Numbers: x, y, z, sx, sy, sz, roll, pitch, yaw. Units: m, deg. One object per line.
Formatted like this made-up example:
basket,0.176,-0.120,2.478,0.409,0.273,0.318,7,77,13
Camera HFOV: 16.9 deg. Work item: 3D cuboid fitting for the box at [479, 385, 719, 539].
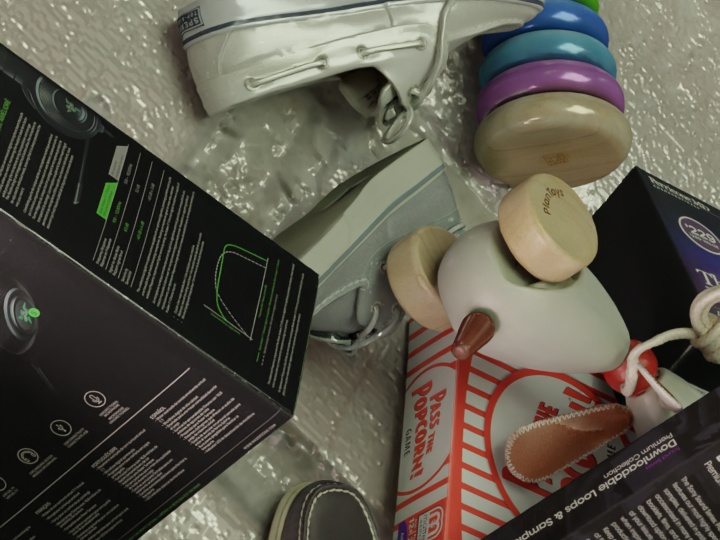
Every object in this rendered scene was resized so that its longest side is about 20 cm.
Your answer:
box,0.138,0.146,1.153,0.143,0.200,0.036,51,10,-38

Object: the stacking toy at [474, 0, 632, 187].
stacking toy,0.102,-0.149,1.336,0.085,0.085,0.200,17,59,-32

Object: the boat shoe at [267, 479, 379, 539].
boat shoe,0.002,0.191,1.129,0.072,0.065,0.200,10,66,-34

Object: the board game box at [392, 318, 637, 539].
board game box,0.110,0.116,1.245,0.200,0.046,0.152,25,51,-28

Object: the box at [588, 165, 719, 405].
box,0.218,0.046,1.306,0.200,0.079,0.141,25,25,-29

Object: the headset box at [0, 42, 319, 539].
headset box,-0.150,0.021,1.002,0.200,0.174,0.093,35,35,-21

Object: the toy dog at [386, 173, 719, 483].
toy dog,0.101,0.045,1.143,0.200,0.132,0.096,27,45,-7

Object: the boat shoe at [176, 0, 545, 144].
boat shoe,0.009,-0.106,1.240,0.202,0.075,0.086,-10,86,-27

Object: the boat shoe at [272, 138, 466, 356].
boat shoe,0.000,0.000,1.188,0.072,0.070,0.201,58,36,-8
